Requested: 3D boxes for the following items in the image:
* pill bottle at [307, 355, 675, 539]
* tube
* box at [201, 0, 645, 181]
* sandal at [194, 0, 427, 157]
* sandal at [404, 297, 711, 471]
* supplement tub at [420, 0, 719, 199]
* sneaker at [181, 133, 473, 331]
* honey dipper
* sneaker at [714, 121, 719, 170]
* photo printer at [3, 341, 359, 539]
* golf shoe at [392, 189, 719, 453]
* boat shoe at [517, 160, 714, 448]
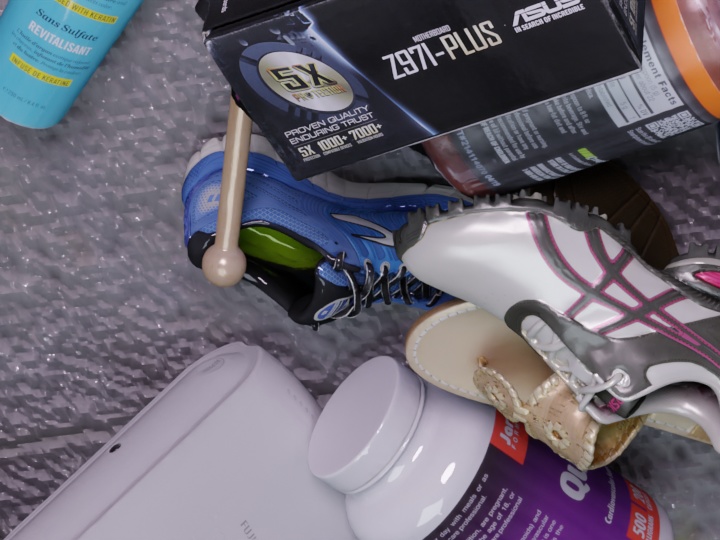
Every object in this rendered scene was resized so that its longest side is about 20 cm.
[{"bbox_3d":[0.071,0.131,1.425,0.200,0.113,0.112,35,129,-23],"label":"pill bottle"},{"bbox_3d":[-0.124,-0.154,1.236,0.077,0.050,0.200,20,128,-21],"label":"tube"},{"bbox_3d":[0.034,-0.153,1.098,0.163,0.200,0.086,-16,129,23],"label":"box"},{"bbox_3d":[-0.016,-0.078,1.211,0.048,0.075,0.200,-50,147,11],"label":"sandal"},{"bbox_3d":[0.126,0.068,1.278,0.211,0.070,0.078,11,129,-3],"label":"sandal"},{"bbox_3d":[0.124,-0.110,1.192,0.200,0.107,0.107,-19,128,24],"label":"supplement tub"},{"bbox_3d":[0.000,0.000,1.328,0.199,0.089,0.079,14,135,-4],"label":"sneaker"},{"bbox_3d":[-0.057,-0.084,1.241,0.038,0.038,0.201,9,111,1],"label":"honey dipper"},{"bbox_3d":[0.232,-0.018,1.288,0.087,0.075,0.200,-9,132,11],"label":"sneaker"},{"bbox_3d":[-0.085,0.151,1.420,0.069,0.200,0.167,9,134,51],"label":"photo printer"},{"bbox_3d":[0.109,0.021,1.227,0.199,0.088,0.077,15,156,-8],"label":"golf shoe"},{"bbox_3d":[0.136,0.017,1.336,0.200,0.073,0.065,54,156,-22],"label":"boat shoe"}]
